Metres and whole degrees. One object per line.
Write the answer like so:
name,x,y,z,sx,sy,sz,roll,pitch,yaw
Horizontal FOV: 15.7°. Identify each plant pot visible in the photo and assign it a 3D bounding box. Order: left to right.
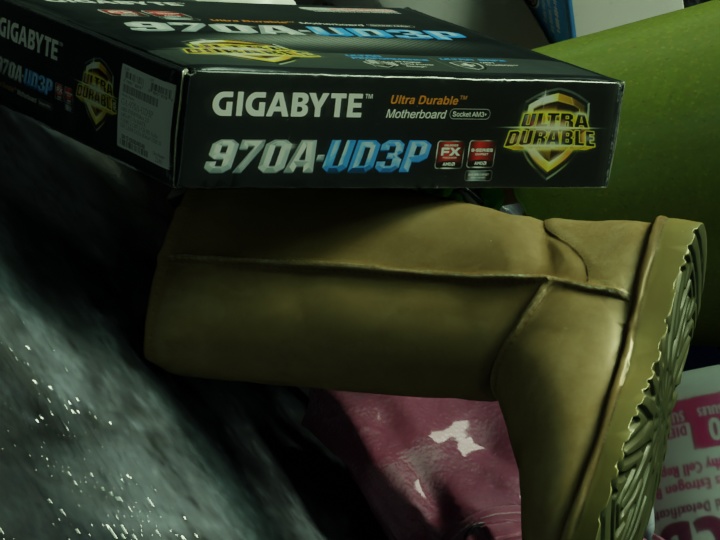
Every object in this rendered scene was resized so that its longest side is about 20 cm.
plant pot,0.159,-0.040,1.118,0.200,0.189,0.201,-6,90,-85

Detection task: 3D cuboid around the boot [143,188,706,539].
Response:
boot,0.014,0.038,0.958,0.066,0.199,0.176,80,24,-44

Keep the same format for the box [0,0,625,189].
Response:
box,-0.022,-0.070,1.021,0.199,0.046,0.159,-1,16,-32

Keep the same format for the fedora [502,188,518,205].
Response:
fedora,0.144,-0.030,1.298,0.201,0.200,0.082,-8,82,-74

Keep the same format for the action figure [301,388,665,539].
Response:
action figure,0.047,0.117,1.017,0.149,0.133,0.200,86,-15,-51

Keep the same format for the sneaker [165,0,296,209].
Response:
sneaker,-0.073,-0.127,1.152,0.088,0.074,0.201,-21,98,-54

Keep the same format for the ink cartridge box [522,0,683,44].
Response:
ink cartridge box,0.080,-0.188,1.435,0.200,0.084,0.146,44,-16,30

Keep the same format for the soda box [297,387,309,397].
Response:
soda box,0.000,0.000,1.186,0.070,0.063,0.200,43,16,-20

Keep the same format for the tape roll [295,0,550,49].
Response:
tape roll,0.030,-0.125,1.442,0.200,0.066,0.200,47,-14,16

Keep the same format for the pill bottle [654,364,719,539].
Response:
pill bottle,0.159,0.146,1.079,0.113,0.113,0.201,20,57,-64

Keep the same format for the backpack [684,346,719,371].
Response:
backpack,0.173,0.096,1.255,0.163,0.168,0.200,52,14,21

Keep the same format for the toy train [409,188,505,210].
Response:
toy train,0.031,-0.029,1.111,0.042,0.056,0.200,40,16,-14
